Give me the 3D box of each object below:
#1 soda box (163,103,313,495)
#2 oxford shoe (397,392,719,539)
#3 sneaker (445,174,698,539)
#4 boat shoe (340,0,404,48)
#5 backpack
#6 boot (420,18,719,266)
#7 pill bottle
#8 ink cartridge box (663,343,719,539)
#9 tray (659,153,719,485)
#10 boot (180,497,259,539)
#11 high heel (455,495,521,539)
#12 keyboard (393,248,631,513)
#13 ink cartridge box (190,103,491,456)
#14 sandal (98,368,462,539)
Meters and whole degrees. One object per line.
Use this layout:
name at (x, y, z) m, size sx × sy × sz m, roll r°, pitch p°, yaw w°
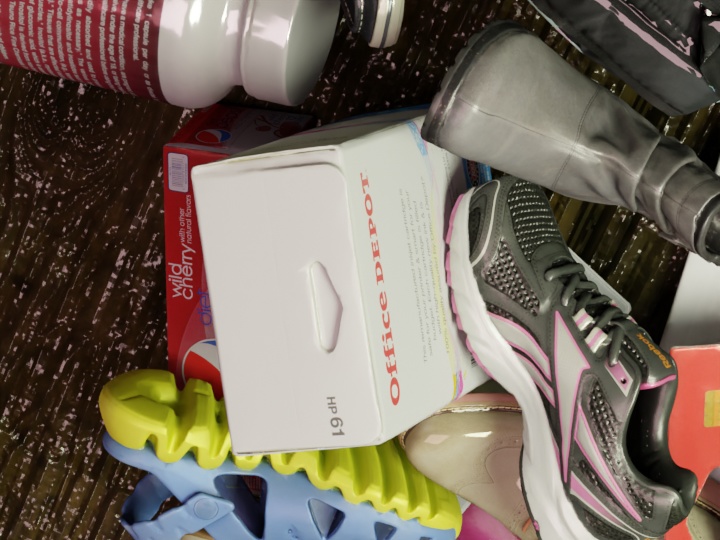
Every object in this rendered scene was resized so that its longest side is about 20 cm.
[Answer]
soda box at (-0.064, 0.015, 1.593) m, size 0.063 × 0.070 × 0.200 m, roll 8°, pitch 115°, yaw 15°
oxford shoe at (0.111, 0.123, 1.532) m, size 0.200 × 0.074 × 0.071 m, roll 20°, pitch 134°, yaw -13°
sneaker at (0.115, 0.043, 1.469) m, size 0.086 × 0.080 × 0.200 m, roll -20°, pitch 93°, yaw 38°
boat shoe at (-0.026, -0.195, 1.443) m, size 0.062 × 0.075 × 0.200 m, roll -15°, pitch 74°, yaw -13°
backpack at (0.135, -0.177, 1.406) m, size 0.200 × 0.127 × 0.167 m, roll 45°, pitch 134°, yaw -1°
boot at (0.119, -0.056, 1.420) m, size 0.132 × 0.200 × 0.070 m, roll 34°, pitch 104°, yaw 22°
pill bottle at (-0.117, -0.147, 1.516) m, size 0.200 × 0.113 × 0.113 m, roll 15°, pitch 117°, yaw 13°
ink cartridge box at (0.243, 0.126, 1.503) m, size 0.176 × 0.045 × 0.200 m, roll -7°, pitch 114°, yaw -13°
tray at (0.214, 0.025, 1.527) m, size 0.107 × 0.022 × 0.200 m, roll 20°, pitch 118°, yaw 9°
boot at (-0.018, 0.223, 1.670) m, size 0.200 × 0.072 × 0.155 m, roll 18°, pitch 117°, yaw 17°
high heel at (0.119, 0.148, 1.586) m, size 0.200 × 0.067 × 0.096 m, roll 17°, pitch 126°, yaw 15°
keyboard at (0.062, 0.076, 1.576) m, size 0.056 × 0.011 × 0.200 m, roll 42°, pitch 106°, yaw 13°
ink cartridge box at (0.000, 0.000, 1.475) m, size 0.085 × 0.200 × 0.145 m, roll -6°, pitch 97°, yaw 22°
sandal at (-0.046, 0.116, 1.556) m, size 0.200 × 0.079 × 0.087 m, roll 16°, pitch 113°, yaw -3°
